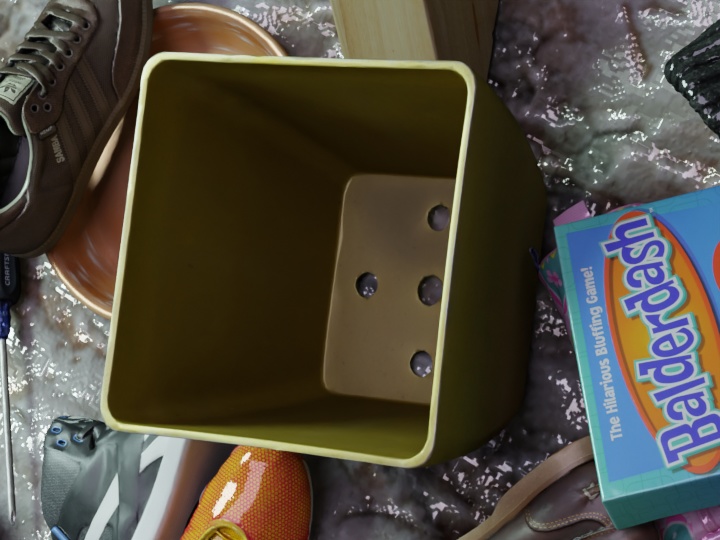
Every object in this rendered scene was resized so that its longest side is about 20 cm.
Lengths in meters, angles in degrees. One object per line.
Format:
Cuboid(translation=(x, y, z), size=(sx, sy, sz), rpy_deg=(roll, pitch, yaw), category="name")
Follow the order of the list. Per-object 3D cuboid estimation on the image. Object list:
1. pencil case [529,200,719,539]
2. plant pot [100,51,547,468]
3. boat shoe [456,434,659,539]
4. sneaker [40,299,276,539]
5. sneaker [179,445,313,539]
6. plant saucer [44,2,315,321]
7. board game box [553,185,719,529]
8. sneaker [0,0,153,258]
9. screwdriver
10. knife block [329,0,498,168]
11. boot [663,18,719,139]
Cuboid(translation=(0.160, 0.060, 1.213), size=(0.087, 0.087, 0.201), rpy_deg=(-29, 67, 20), category="pencil case")
Cuboid(translation=(0.000, 0.000, 1.255), size=(0.198, 0.176, 0.202), rpy_deg=(5, 86, 29), category="plant pot")
Cuboid(translation=(0.080, 0.163, 1.213), size=(0.200, 0.070, 0.071), rpy_deg=(-47, 63, 44), category="boat shoe")
Cuboid(translation=(-0.128, 0.088, 1.367), size=(0.111, 0.073, 0.201), rpy_deg=(26, 93, 29), category="sneaker")
Cuboid(translation=(-0.084, 0.187, 1.314), size=(0.073, 0.077, 0.201), rpy_deg=(26, 96, 7), category="sneaker")
Cuboid(translation=(-0.110, -0.062, 1.412), size=(0.199, 0.037, 0.202), rpy_deg=(-7, 75, 28), category="plant saucer")
Cuboid(translation=(0.204, 0.029, 1.131), size=(0.198, 0.045, 0.153), rpy_deg=(-15, 62, 12), category="board game box")
Cuboid(translation=(-0.185, -0.107, 1.399), size=(0.070, 0.075, 0.202), rpy_deg=(17, 88, 30), category="sneaker")
Cuboid(translation=(-0.225, 0.058, 1.448), size=(0.028, 0.029, 0.202), rpy_deg=(-13, 68, 25), category="screwdriver")
Cuboid(translation=(0.015, -0.173, 1.290), size=(0.064, 0.175, 0.202), rpy_deg=(6, 82, 30), category="knife block")
Cuboid(translation=(0.271, -0.093, 1.187), size=(0.158, 0.079, 0.211), rpy_deg=(-47, 51, 4), category="boot")
